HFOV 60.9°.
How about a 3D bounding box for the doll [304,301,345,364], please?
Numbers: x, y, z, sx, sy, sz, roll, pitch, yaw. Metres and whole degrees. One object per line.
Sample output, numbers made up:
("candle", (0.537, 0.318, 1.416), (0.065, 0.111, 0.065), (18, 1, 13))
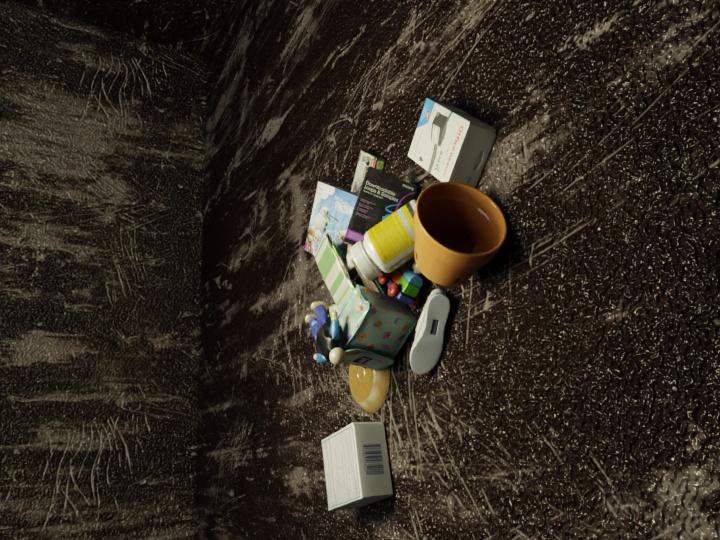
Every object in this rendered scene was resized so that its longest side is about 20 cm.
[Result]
("doll", (-0.084, 0.156, 1.508), (0.139, 0.047, 0.201), (-63, 32, 23))

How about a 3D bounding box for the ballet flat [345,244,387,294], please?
("ballet flat", (0.000, 0.000, 1.607), (0.066, 0.068, 0.204), (-25, 97, 17))

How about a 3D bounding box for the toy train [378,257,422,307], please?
("toy train", (0.104, -0.004, 1.555), (0.118, 0.083, 0.201), (-58, 28, 12))

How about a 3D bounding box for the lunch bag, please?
("lunch bag", (0.021, 0.161, 1.544), (0.203, 0.167, 0.123), (-59, 36, 18))

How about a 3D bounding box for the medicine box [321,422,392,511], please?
("medicine box", (-0.013, 0.520, 1.623), (0.200, 0.100, 0.188), (-43, 48, 50))

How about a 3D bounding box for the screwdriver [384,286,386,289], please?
("screwdriver", (0.028, 0.005, 1.724), (0.202, 0.028, 0.028), (57, 132, 43))

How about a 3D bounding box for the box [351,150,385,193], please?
("box", (0.012, -0.238, 1.802), (0.110, 0.034, 0.206), (40, 119, 57))

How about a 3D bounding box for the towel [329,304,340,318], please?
("towel", (-0.036, 0.169, 1.716), (0.198, 0.030, 0.155), (-7, 87, 61))

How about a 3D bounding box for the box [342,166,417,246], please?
("box", (0.050, -0.144, 1.561), (0.036, 0.139, 0.206), (159, 130, -81))

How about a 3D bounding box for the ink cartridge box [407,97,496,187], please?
("ink cartridge box", (0.205, -0.291, 1.409), (0.201, 0.081, 0.149), (51, 127, 53))

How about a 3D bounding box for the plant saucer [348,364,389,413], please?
("plant saucer", (0.014, 0.288, 1.689), (0.199, 0.034, 0.208), (-19, 68, 59))

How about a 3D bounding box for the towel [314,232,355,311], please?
("towel", (-0.063, 0.019, 1.640), (0.204, 0.023, 0.153), (62, 154, 14))

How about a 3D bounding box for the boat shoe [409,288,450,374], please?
("boat shoe", (0.161, 0.140, 1.434), (0.070, 0.068, 0.207), (-86, 7, -74))

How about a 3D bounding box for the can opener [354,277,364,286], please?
("can opener", (-0.013, 0.123, 1.766), (0.062, 0.078, 0.207), (15, 103, 21))

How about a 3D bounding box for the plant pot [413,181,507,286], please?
("plant pot", (0.194, -0.065, 1.296), (0.142, 0.193, 0.205), (107, 153, -51))

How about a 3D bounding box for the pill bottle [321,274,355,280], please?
("pill bottle", (-0.066, -0.075, 1.808), (0.105, 0.103, 0.208), (13, 105, 61))

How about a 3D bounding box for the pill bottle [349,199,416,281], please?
("pill bottle", (0.079, -0.068, 1.475), (0.197, 0.114, 0.116), (-33, 47, 10))

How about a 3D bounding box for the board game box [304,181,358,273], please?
("board game box", (-0.063, -0.122, 1.699), (0.197, 0.043, 0.206), (24, 106, 40))
